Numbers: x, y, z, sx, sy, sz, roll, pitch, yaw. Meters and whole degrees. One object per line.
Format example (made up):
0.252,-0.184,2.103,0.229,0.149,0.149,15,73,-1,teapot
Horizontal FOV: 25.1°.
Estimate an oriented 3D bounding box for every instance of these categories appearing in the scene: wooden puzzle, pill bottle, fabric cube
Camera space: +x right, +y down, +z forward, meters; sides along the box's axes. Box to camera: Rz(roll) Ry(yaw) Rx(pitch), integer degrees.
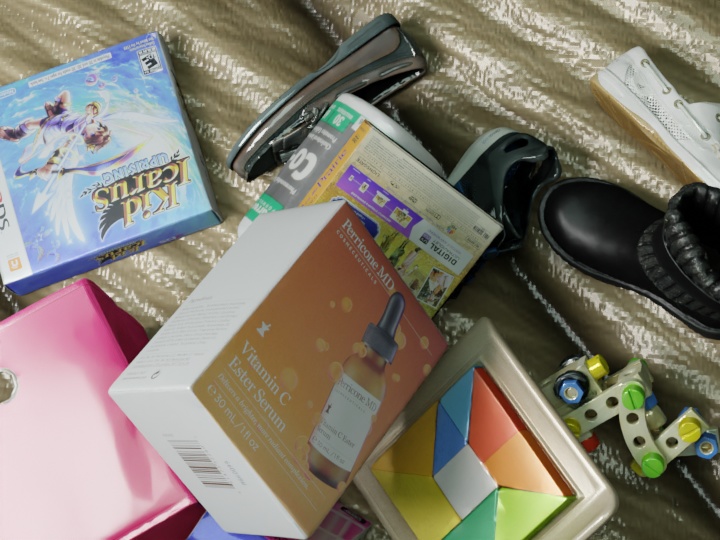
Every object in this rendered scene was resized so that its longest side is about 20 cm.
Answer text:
0.087,0.167,1.285,0.185,0.037,0.200,-47,59,23,wooden puzzle
-0.031,-0.040,1.366,0.113,0.113,0.200,37,87,15,pill bottle
-0.238,0.156,1.304,0.195,0.200,0.200,-29,75,-1,fabric cube

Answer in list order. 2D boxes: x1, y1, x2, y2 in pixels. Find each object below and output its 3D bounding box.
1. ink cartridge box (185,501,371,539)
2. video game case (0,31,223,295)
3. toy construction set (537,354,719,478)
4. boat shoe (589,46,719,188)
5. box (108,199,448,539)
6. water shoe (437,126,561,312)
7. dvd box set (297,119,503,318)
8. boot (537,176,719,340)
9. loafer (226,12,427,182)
-0.065,0.208,1.268,0.094,0.200,0.037,32,105,13,ink cartridge box
-0.245,-0.097,1.449,0.199,0.045,0.182,-20,75,3,video game case
0.180,0.144,1.311,0.200,0.092,0.131,-35,99,6,toy construction set
0.283,-0.115,1.364,0.069,0.071,0.200,-42,73,-2,boat shoe
-0.056,0.071,1.190,0.153,0.106,0.200,53,56,-23,box
0.093,-0.033,1.358,0.079,0.071,0.201,22,77,46,water shoe
0.000,0.000,1.302,0.146,0.029,0.200,34,98,-22,dvd box set
0.238,-0.029,1.303,0.210,0.158,0.080,29,81,14,boot
-0.028,-0.142,1.419,0.200,0.072,0.063,-42,80,-6,loafer
